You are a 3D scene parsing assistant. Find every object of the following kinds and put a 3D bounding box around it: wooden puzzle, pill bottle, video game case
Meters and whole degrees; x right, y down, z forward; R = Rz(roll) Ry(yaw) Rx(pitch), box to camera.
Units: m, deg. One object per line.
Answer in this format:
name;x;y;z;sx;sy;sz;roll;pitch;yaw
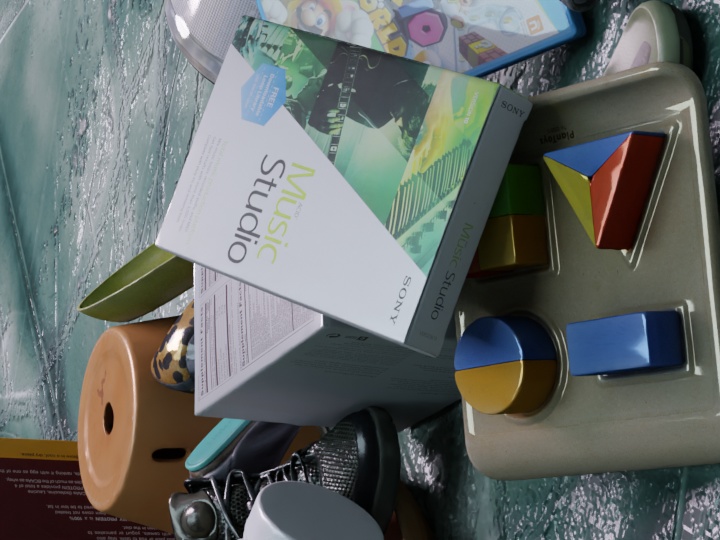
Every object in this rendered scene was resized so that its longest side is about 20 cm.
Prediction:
wooden puzzle;0.106;0.007;1.017;0.185;0.046;0.201;-12;85;47
pill bottle;-0.057;0.234;1.196;0.111;0.111;0.201;53;126;56
video game case;0.026;-0.175;1.184;0.199;0.018;0.144;-20;88;30

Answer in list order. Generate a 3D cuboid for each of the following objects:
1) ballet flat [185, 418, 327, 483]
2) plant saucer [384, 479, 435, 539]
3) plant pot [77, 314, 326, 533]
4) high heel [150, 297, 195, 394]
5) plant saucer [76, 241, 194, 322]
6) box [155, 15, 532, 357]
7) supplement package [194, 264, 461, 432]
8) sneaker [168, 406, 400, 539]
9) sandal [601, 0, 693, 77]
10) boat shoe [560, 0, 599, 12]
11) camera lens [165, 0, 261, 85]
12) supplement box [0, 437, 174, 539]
ballet flat;-0.038;0.085;1.353;0.200;0.073;0.073;-51;20;-15
plant saucer;0.004;0.224;1.293;0.200;0.037;0.201;-173;90;-66
plant pot;-0.128;0.117;1.479;0.200;0.139;0.201;-175;90;-65
high heel;-0.080;-0.005;1.398;0.142;0.071;0.201;-20;38;38
plant saucer;-0.126;-0.016;1.497;0.031;0.200;0.200;55;154;-8
box;-0.014;-0.051;1.070;0.199;0.036;0.145;20;89;39
supplement package;0.000;0.000;1.211;0.200;0.151;0.152;-35;52;58
sneaker;-0.051;0.152;1.255;0.200;0.114;0.077;-49;44;48
sandal;0.121;-0.056;1.074;0.080;0.057;0.202;-127;48;-56
boat shoe;0.143;-0.233;1.048;0.200;0.073;0.068;-62;41;27
camera lens;-0.034;-0.219;1.324;0.160;0.159;0.201;-110;36;-44
supplement box;-0.230;0.259;1.600;0.133;0.196;0.201;121;144;-43
